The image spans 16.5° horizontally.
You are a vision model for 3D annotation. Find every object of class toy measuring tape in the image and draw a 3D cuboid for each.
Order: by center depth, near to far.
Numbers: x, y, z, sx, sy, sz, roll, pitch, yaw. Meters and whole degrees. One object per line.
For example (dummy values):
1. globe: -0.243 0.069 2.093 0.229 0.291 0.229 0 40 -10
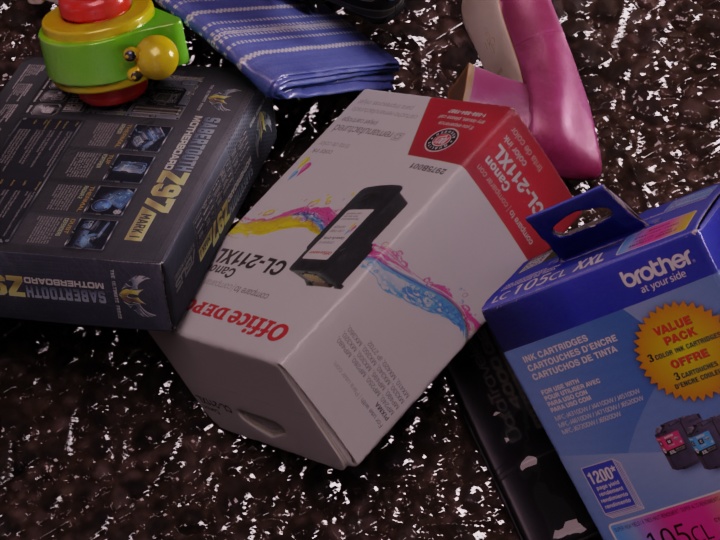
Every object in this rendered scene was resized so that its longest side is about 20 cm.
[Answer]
1. toy measuring tape: -0.169 -0.141 1.443 0.074 0.074 0.200 -40 35 -17

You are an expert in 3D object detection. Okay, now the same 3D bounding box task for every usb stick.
1. usb stick: 0.083 0.073 1.389 0.055 0.033 0.200 -24 63 -1

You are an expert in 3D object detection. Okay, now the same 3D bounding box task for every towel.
1. towel: -0.082 -0.163 1.485 0.200 0.024 0.145 39 25 22

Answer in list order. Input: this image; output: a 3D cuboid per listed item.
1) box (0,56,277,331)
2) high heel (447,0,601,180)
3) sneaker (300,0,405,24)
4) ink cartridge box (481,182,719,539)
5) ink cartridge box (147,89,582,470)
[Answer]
1. box: -0.150 -0.048 1.405 0.157 0.051 0.200 4 37 15
2. high heel: 0.112 -0.145 1.500 0.096 0.067 0.200 21 50 -13
3. sneaker: -0.046 -0.198 1.495 0.071 0.083 0.199 -42 47 -18
4. ink cartridge box: 0.158 0.044 1.289 0.200 0.136 0.076 62 32 -9
5. ink cartridge box: 0.000 0.000 1.366 0.200 0.083 0.146 -47 31 -21
